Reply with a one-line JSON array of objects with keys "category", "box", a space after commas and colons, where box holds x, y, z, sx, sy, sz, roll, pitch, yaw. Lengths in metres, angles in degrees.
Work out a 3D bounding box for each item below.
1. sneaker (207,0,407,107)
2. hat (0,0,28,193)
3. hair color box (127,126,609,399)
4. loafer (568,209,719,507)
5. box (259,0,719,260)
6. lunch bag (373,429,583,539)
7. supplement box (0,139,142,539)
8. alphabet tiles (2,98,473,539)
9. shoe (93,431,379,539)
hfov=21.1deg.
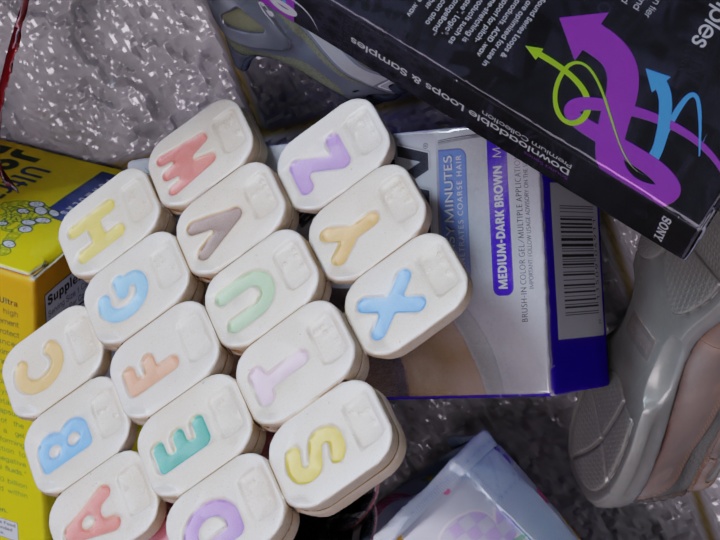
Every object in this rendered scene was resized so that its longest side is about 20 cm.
[{"category": "sneaker", "box": [0.025, -0.106, 0.775, 0.199, 0.074, 0.081, 15, 138, 22]}, {"category": "hat", "box": [-0.145, -0.183, 0.829, 0.166, 0.200, 0.176, 44, 168, 10]}, {"category": "hair color box", "box": [0.000, 0.000, 0.816, 0.199, 0.065, 0.110, -4, 88, 31]}, {"category": "loafer", "box": [0.144, 0.015, 0.777, 0.063, 0.072, 0.201, 4, 129, -22]}, {"category": "box", "box": [0.070, -0.114, 0.697, 0.199, 0.143, 0.036, 32, 161, 11]}, {"category": "lunch bag", "box": [0.055, 0.175, 0.864, 0.170, 0.127, 0.200, 46, 137, 2]}, {"category": "supplement box", "box": [-0.168, 0.054, 0.926, 0.109, 0.109, 0.201, 14, 120, 21]}, {"category": "alphabet tiles", "box": [-0.056, 0.023, 0.761, 0.195, 0.200, 0.015, -35, 141, 11]}, {"category": "shoe", "box": [-0.025, 0.094, 0.820, 0.091, 0.200, 0.072, -19, 92, 26]}]
